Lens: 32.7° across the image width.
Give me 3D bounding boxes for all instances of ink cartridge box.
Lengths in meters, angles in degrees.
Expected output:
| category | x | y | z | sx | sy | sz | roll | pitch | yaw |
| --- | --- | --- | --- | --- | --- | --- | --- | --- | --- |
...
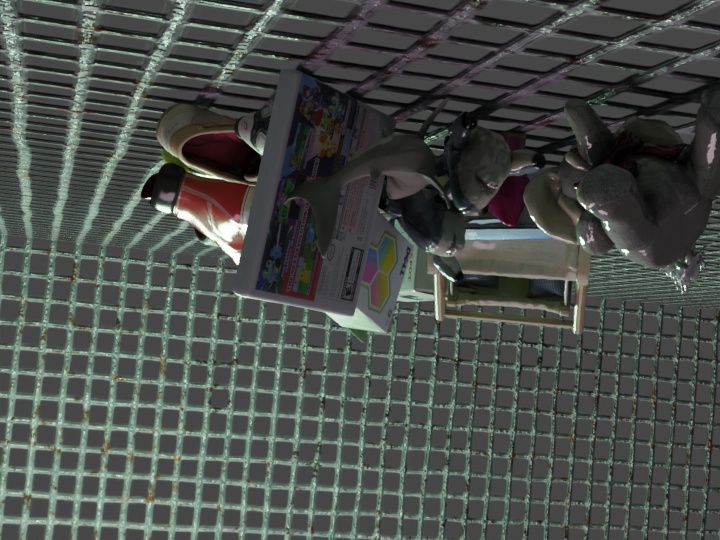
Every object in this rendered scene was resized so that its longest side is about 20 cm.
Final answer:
| category | x | y | z | sx | sy | sz | roll | pitch | yaw |
| --- | --- | --- | --- | --- | --- | --- | --- | --- | --- |
| ink cartridge box | 0.084 | -0.030 | 1.831 | 0.083 | 0.147 | 0.200 | 8 | 174 | -21 |
| ink cartridge box | 0.000 | 0.000 | 1.289 | 0.059 | 0.104 | 0.200 | 7 | 160 | 30 |
| ink cartridge box | 0.186 | -0.065 | 1.352 | 0.196 | 0.043 | 0.200 | 1 | -154 | 46 |

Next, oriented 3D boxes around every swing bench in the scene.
| category | x | y | z | sx | sy | sz | roll | pitch | yaw |
| --- | --- | --- | --- | --- | --- | --- | --- | --- | --- |
| swing bench | 0.193 | -0.023 | 1.563 | 0.199 | 0.130 | 0.200 | 4 | 155 | 10 |

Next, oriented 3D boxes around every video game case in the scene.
| category | x | y | z | sx | sy | sz | roll | pitch | yaw |
| --- | --- | --- | --- | --- | --- | --- | --- | --- | --- |
| video game case | -0.038 | -0.064 | 1.124 | 0.023 | 0.200 | 0.182 | 12 | 179 | 31 |

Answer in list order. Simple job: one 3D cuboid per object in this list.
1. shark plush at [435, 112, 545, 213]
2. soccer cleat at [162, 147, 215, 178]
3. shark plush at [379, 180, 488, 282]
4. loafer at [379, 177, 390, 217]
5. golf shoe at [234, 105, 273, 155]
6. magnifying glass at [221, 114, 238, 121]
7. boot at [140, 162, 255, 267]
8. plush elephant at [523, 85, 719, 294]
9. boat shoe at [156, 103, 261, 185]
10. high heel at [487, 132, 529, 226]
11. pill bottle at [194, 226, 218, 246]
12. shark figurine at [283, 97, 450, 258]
| category | x | y | z | sx | sy | sz | roll | pitch | yaw |
| --- | --- | --- | --- | --- | --- | --- | --- | --- | --- |
| shark plush | 0.091 | -0.102 | 1.194 | 0.091 | 0.083 | 0.200 | 28 | -179 | -25 |
| soccer cleat | -0.128 | -0.106 | 1.400 | 0.200 | 0.084 | 0.065 | 5 | -147 | -17 |
| shark plush | 0.053 | -0.072 | 1.287 | 0.083 | 0.091 | 0.200 | 5 | -146 | -37 |
| loafer | -0.025 | -0.110 | 1.489 | 0.200 | 0.073 | 0.071 | 1 | 167 | -22 |
| golf shoe | -0.043 | -0.126 | 1.224 | 0.092 | 0.073 | 0.200 | 9 | 173 | 30 |
| magnifying glass | -0.072 | -0.126 | 1.344 | 0.200 | 0.080 | 0.022 | 20 | -151 | -35 |
| boot | -0.172 | -0.061 | 1.392 | 0.144 | 0.072 | 0.200 | 14 | 160 | 5 |
| plush elephant | 0.227 | -0.083 | 1.058 | 0.155 | 0.165 | 0.200 | 44 | 168 | 38 |
| boat shoe | -0.111 | -0.116 | 1.267 | 0.200 | 0.074 | 0.069 | 8 | -152 | -28 |
| high heel | 0.129 | -0.088 | 1.329 | 0.067 | 0.096 | 0.200 | 6 | 176 | -9 |
| pill bottle | -0.114 | -0.078 | 1.639 | 0.200 | 0.112 | 0.112 | 6 | 175 | -25 |
| shark figurine | 0.036 | -0.079 | 1.086 | 0.128 | 0.090 | 0.214 | -45 | 168 | 27 |
